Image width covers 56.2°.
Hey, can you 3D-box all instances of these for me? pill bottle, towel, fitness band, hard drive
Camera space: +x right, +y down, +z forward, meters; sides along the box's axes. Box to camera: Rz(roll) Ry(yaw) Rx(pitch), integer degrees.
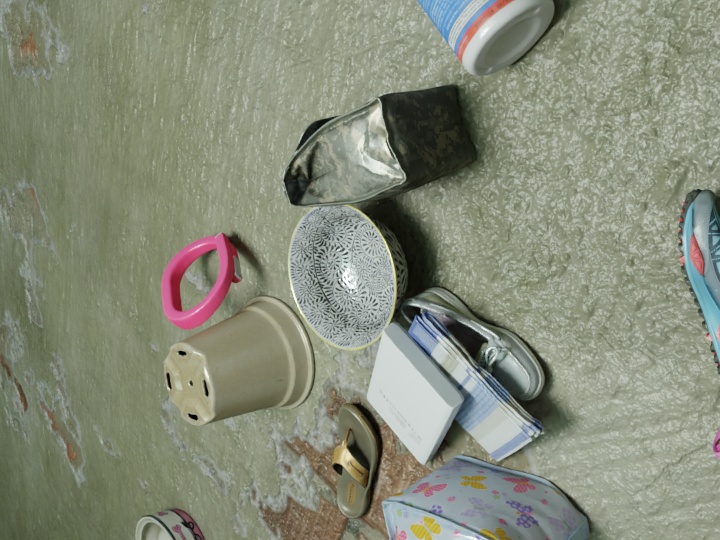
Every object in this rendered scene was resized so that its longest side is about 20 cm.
[{"bbox_3d":[0.111,-0.324,0.736,0.112,0.112,0.201,-43,72,40],"label":"pill bottle"},{"bbox_3d":[0.130,0.148,0.845,0.200,0.024,0.147,45,155,15],"label":"towel"},{"bbox_3d":[-0.271,0.013,1.135,0.143,0.037,0.200,-34,38,7],"label":"fitness band"},{"bbox_3d":[0.066,0.170,0.904,0.132,0.027,0.201,48,153,23],"label":"hard drive"}]

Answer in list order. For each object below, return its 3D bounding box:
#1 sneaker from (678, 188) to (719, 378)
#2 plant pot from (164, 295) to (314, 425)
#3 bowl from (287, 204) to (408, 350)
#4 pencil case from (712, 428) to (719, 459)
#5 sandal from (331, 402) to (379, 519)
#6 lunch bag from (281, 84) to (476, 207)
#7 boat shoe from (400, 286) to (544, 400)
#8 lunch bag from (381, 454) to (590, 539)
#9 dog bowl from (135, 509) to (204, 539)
[{"bbox_3d":[0.363,0.012,0.626,0.095,0.079,0.201,-19,96,34],"label":"sneaker"},{"bbox_3d":[-0.208,0.158,1.101,0.199,0.183,0.202,12,108,40],"label":"plant pot"},{"bbox_3d":[0.000,0.000,0.931,0.200,0.094,0.202,13,110,40],"label":"bowl"},{"bbox_3d":[0.413,0.210,0.605,0.200,0.093,0.091,50,129,23],"label":"pencil case"},{"bbox_3d":[-0.017,0.306,1.050,0.080,0.054,0.202,20,113,38],"label":"sandal"},{"bbox_3d":[0.013,-0.143,0.835,0.199,0.164,0.118,-16,95,43],"label":"lunch bag"},{"bbox_3d":[0.137,0.094,0.848,0.202,0.065,0.075,41,125,28],"label":"boat shoe"},{"bbox_3d":[0.152,0.324,0.820,0.199,0.169,0.128,1,100,42],"label":"lunch bag"},{"bbox_3d":[-0.409,0.618,1.477,0.199,0.074,0.202,13,110,39],"label":"dog bowl"}]
